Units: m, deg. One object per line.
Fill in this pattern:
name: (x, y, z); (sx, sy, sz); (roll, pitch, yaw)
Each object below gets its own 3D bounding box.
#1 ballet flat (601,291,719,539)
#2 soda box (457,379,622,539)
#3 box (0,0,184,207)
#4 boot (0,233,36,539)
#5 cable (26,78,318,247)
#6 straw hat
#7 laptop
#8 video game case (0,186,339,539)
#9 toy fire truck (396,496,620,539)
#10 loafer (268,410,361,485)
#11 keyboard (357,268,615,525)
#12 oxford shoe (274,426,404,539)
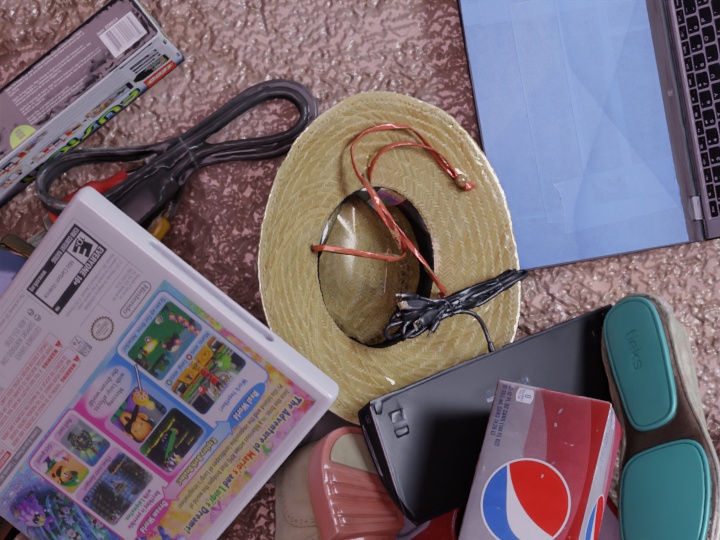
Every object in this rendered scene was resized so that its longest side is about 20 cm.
ballet flat: (0.185, 0.107, 1.120); (0.067, 0.062, 0.201); (-18, 58, 29)
soda box: (0.088, 0.167, 1.046); (0.070, 0.063, 0.201); (11, 76, 17)
box: (-0.200, -0.086, 1.150); (0.200, 0.110, 0.035); (-39, 87, 0)
boot: (-0.212, 0.076, 1.160); (0.097, 0.075, 0.201); (30, 101, 3)
cable: (-0.122, -0.062, 1.190); (0.200, 0.050, 0.097); (-40, 83, -11)
straw hat: (0.000, 0.000, 1.146); (0.200, 0.085, 0.203); (5, 80, -33)
laptop: (0.176, -0.109, 1.132); (0.115, 0.199, 0.189); (-9, 88, -39)
video game case: (-0.140, 0.081, 1.084); (0.182, 0.024, 0.200); (38, 114, -4)
toy fire truck: (0.061, 0.183, 1.141); (0.199, 0.112, 0.168); (-36, 69, 0)
loafer: (-0.052, 0.090, 1.143); (0.198, 0.070, 0.070); (12, 66, 9)
keyboard: (0.079, 0.061, 1.125); (0.199, 0.021, 0.128); (-19, 92, -36)
oxford shoe: (-0.010, 0.194, 1.077); (0.070, 0.074, 0.202); (11, 66, -37)
